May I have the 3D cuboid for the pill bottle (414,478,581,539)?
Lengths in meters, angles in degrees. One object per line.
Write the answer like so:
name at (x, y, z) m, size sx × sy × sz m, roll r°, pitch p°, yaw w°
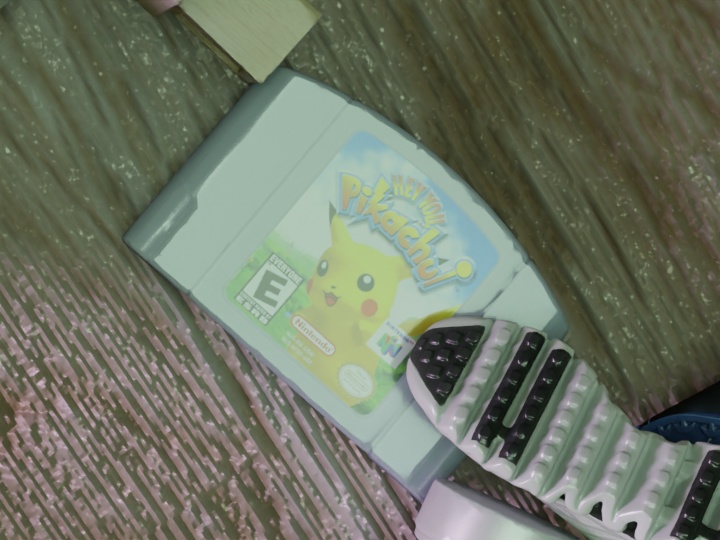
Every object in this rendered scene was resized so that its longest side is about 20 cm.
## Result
pill bottle at (0.034, 0.207, 0.976) m, size 0.111 × 0.112 × 0.202 m, roll 22°, pitch 90°, yaw -8°

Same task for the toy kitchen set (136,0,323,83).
toy kitchen set at (-0.062, -0.212, 0.910) m, size 0.200 × 0.163 × 0.181 m, roll 43°, pitch 88°, yaw -10°

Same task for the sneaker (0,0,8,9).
sneaker at (-0.223, -0.098, 0.957) m, size 0.072 × 0.072 × 0.201 m, roll 37°, pitch 98°, yaw 33°

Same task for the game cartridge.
game cartridge at (0.000, 0.000, 1.000) m, size 0.200 × 0.040 × 0.134 m, roll 41°, pitch 84°, yaw -8°

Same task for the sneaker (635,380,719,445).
sneaker at (0.209, 0.074, 0.991) m, size 0.199 × 0.078 × 0.071 m, roll -26°, pitch 91°, yaw 36°

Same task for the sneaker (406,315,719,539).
sneaker at (0.107, 0.094, 0.964) m, size 0.199 × 0.081 × 0.075 m, roll 32°, pitch 66°, yaw 13°
